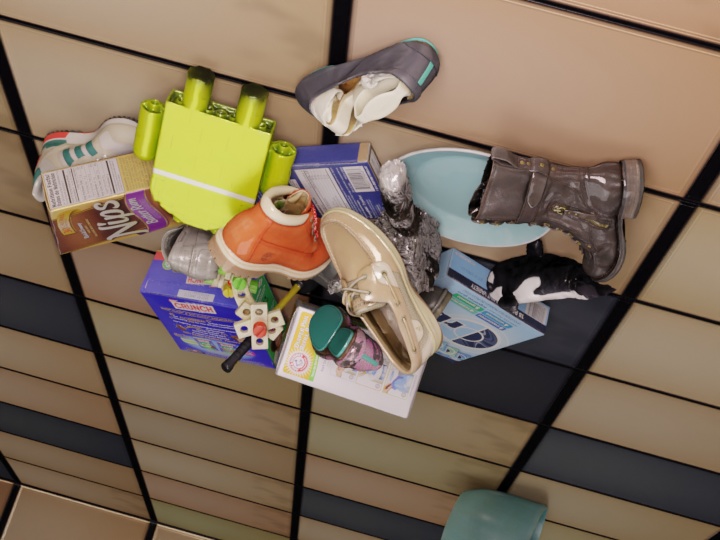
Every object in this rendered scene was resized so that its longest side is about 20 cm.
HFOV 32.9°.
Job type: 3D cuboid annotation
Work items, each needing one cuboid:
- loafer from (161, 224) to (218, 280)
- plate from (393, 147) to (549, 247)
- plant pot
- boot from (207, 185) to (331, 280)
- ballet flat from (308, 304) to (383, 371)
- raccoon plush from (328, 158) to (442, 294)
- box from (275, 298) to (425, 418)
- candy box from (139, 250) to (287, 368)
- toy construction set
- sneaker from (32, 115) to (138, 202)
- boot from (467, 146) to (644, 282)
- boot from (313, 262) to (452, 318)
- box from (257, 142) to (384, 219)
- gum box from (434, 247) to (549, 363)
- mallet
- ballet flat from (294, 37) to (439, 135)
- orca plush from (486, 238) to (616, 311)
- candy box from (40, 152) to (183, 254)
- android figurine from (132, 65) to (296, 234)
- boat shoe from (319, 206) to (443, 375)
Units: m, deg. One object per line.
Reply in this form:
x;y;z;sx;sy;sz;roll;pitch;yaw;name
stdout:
-0.217;-0.035;1.543;0.069;0.071;0.200;10;-171;-13;loafer
0.124;-0.087;1.367;0.197;0.026;0.201;13;154;6;plate
0.243;0.505;2.299;0.159;0.202;0.201;22;157;17;plant pot
-0.071;-0.047;1.380;0.107;0.075;0.199;-45;160;26;boot
-0.016;0.097;1.588;0.071;0.070;0.200;36;178;-18;ballet flat
0.014;-0.049;1.404;0.132;0.097;0.202;4;123;27;raccoon plush
-0.016;0.123;1.739;0.197;0.103;0.112;19;-177;-6;box
-0.210;0.059;1.795;0.167;0.078;0.201;10;155;15;candy box
-0.153;0.008;1.561;0.091;0.201;0.133;8;116;-24;toy construction set
-0.324;-0.124;1.478;0.197;0.095;0.070;-3;149;36;sneaker
0.199;-0.062;1.290;0.171;0.070;0.201;1;143;0;boot
-0.001;0.001;1.530;0.200;0.073;0.181;47;145;-13;boot
-0.066;-0.099;1.425;0.197;0.033;0.121;-3;150;18;box
0.123;0.051;1.620;0.169;0.045;0.199;30;151;-23;gum box
-0.112;0.054;1.602;0.041;0.200;0.066;40;147;0;mallet
-0.004;-0.175;1.218;0.073;0.074;0.198;34;149;-34;ballet flat
0.207;-0.001;1.431;0.072;0.104;0.200;70;166;-12;orca plush
-0.273;-0.088;1.453;0.197;0.057;0.117;-14;158;-13;candy box
-0.165;-0.125;1.354;0.179;0.041;0.202;15;127;-2;android figurine
0.014;0.022;1.347;0.072;0.065;0.201;-25;102;45;boat shoe
